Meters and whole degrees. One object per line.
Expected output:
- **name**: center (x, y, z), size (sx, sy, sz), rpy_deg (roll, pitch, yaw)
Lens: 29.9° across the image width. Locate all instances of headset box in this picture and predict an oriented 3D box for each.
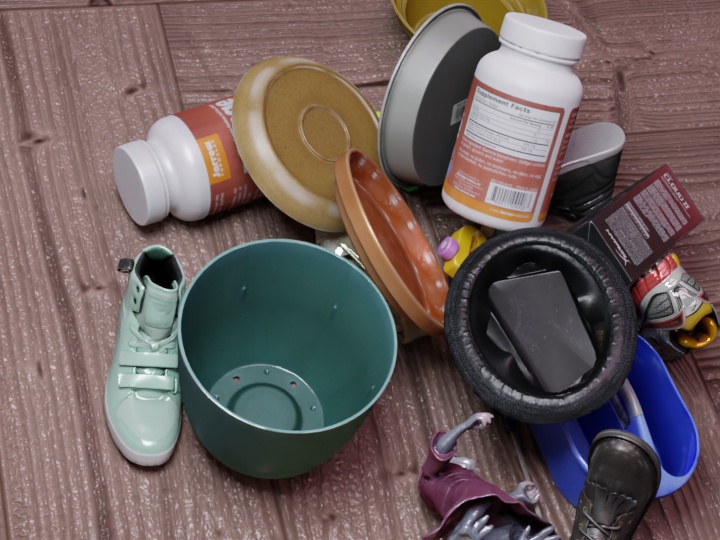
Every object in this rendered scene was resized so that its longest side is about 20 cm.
- **headset box**: center (0.255, -0.023, 1.407), size (0.199, 0.148, 0.078), rpy_deg (-34, 88, -46)

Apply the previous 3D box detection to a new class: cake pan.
- **cake pan**: center (0.089, -0.175, 1.404), size (0.036, 0.202, 0.200), rpy_deg (26, 51, 27)

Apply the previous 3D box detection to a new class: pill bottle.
- **pill bottle**: center (-0.154, -0.119, 1.420), size (0.198, 0.113, 0.113), rpy_deg (-22, 63, -27)
- **pill bottle**: center (0.160, -0.151, 1.369), size (0.111, 0.202, 0.112), rpy_deg (14, 19, -5)

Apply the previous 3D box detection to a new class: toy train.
- **toy train**: center (0.145, 0.017, 1.435), size (0.151, 0.055, 0.200), rpy_deg (53, 43, -1)

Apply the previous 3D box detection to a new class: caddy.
- **caddy**: center (0.250, 0.144, 1.343), size (0.140, 0.105, 0.202), rpy_deg (-12, 59, -20)

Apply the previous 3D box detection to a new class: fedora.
- **fedora**: center (0.172, 0.063, 1.293), size (0.197, 0.092, 0.203), rpy_deg (-4, 62, 7)

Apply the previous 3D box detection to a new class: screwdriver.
- **screwdriver**: center (0.153, 0.176, 1.346), size (0.029, 0.028, 0.202), rpy_deg (-17, 57, 12)

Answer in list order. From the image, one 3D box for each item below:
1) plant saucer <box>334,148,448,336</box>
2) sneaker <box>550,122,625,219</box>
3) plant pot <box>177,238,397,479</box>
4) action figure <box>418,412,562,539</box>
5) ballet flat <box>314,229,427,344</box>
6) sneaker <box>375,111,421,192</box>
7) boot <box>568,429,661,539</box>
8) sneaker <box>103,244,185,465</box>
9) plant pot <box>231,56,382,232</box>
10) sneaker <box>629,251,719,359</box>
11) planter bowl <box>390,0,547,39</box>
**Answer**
- **plant saucer**: center (0.030, -0.025, 1.315), size (0.032, 0.200, 0.202), rpy_deg (-30, 60, 14)
- **sneaker**: center (0.203, -0.093, 1.513), size (0.197, 0.100, 0.071), rpy_deg (-16, 45, -2)
- **plant pot**: center (-0.080, 0.100, 1.255), size (0.198, 0.162, 0.203), rpy_deg (7, 54, -10)
- **action figure**: center (0.098, 0.221, 1.235), size (0.149, 0.200, 0.134), rpy_deg (-42, 112, -7)
- **ballet flat**: center (0.000, 0.000, 1.411), size (0.069, 0.070, 0.200), rpy_deg (-35, 71, -32)
- **sneaker**: center (0.073, -0.129, 1.524), size (0.197, 0.074, 0.085), rpy_deg (4, 84, -18)
- **boot**: center (0.205, 0.261, 1.197), size (0.068, 0.202, 0.174), rpy_deg (17, 40, 18)
- **sneaker**: center (-0.201, 0.074, 1.269), size (0.073, 0.119, 0.203), rpy_deg (2, 56, -15)
- **plant pot**: center (-0.042, -0.137, 1.393), size (0.198, 0.027, 0.203), rpy_deg (19, 58, -32)
- **sneaker**: center (0.321, 0.058, 1.378), size (0.078, 0.200, 0.082), rpy_deg (-41, 66, -1)
- **planter bowl**: center (0.121, -0.300, 1.636), size (0.197, 0.084, 0.203), rpy_deg (7, 54, -9)
